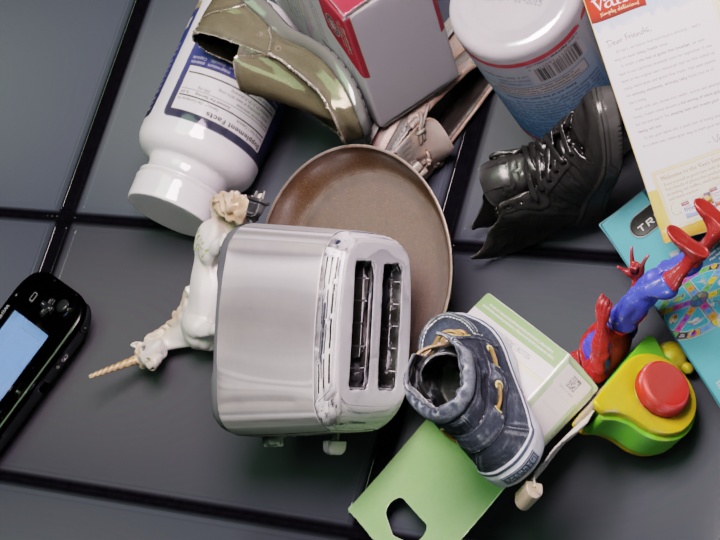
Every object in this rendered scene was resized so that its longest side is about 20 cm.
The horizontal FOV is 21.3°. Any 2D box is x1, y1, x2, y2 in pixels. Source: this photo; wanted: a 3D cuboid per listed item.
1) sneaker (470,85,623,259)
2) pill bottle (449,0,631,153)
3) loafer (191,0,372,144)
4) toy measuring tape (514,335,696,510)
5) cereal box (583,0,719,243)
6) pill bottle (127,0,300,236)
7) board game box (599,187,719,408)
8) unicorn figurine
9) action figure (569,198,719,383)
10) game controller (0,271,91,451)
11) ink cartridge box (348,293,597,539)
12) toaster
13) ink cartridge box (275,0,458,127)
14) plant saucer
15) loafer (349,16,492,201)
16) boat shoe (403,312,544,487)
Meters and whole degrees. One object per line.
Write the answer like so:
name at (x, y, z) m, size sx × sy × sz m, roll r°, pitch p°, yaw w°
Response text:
sneaker at (0.139, -0.072, 1.472) m, size 0.103 × 0.200 × 0.061 m, roll -5°, pitch 64°, yaw -3°
pill bottle at (0.153, -0.163, 1.487) m, size 0.108 × 0.200 × 0.110 m, roll -12°, pitch 59°, yaw 21°
loafer at (-0.067, -0.161, 1.581) m, size 0.070 × 0.075 × 0.200 m, roll -41°, pitch 57°, yaw -12°
toy measuring tape at (0.188, 0.120, 1.377) m, size 0.073 × 0.074 × 0.200 m, roll 16°, pitch 44°, yaw 33°
cereal box at (0.255, -0.135, 1.369) m, size 0.143 × 0.039 × 0.202 m, roll -16°, pitch 98°, yaw 24°
pill bottle at (-0.128, -0.136, 1.680) m, size 0.110 × 0.111 × 0.202 m, roll 13°, pitch 71°, yaw 33°
board game box at (0.289, -0.003, 1.416) m, size 0.151 × 0.047 × 0.201 m, roll -39°, pitch 52°, yaw 14°
unicorn figurine at (-0.128, 0.028, 1.607) m, size 0.137 × 0.074 × 0.202 m, roll 22°, pitch 88°, yaw 52°
action figure at (0.197, 0.025, 1.393) m, size 0.052 × 0.201 × 0.065 m, roll 37°, pitch 47°, yaw 7°
game controller at (-0.321, 0.094, 1.705) m, size 0.104 × 0.042 × 0.201 m, roll 31°, pitch 81°, yaw 36°
ink cartridge box at (0.071, 0.124, 1.444) m, size 0.200 × 0.048 × 0.145 m, roll -46°, pitch 28°, yaw -2°
toaster at (-0.036, 0.040, 1.487) m, size 0.128 × 0.113 × 0.202 m, roll 2°, pitch 87°, yaw 38°
ink cartridge box at (-0.017, -0.240, 1.566) m, size 0.082 × 0.146 × 0.200 m, roll -33°, pitch 56°, yaw -7°
plant saucer at (0.000, 0.000, 1.552) m, size 0.199 × 0.032 × 0.203 m, roll -2°, pitch 86°, yaw 36°
loafer at (0.063, -0.129, 1.603) m, size 0.062 × 0.072 × 0.201 m, roll 24°, pitch 75°, yaw 28°
boat shoe at (0.068, 0.067, 1.375) m, size 0.071 × 0.091 × 0.201 m, roll -42°, pitch 29°, yaw 7°
